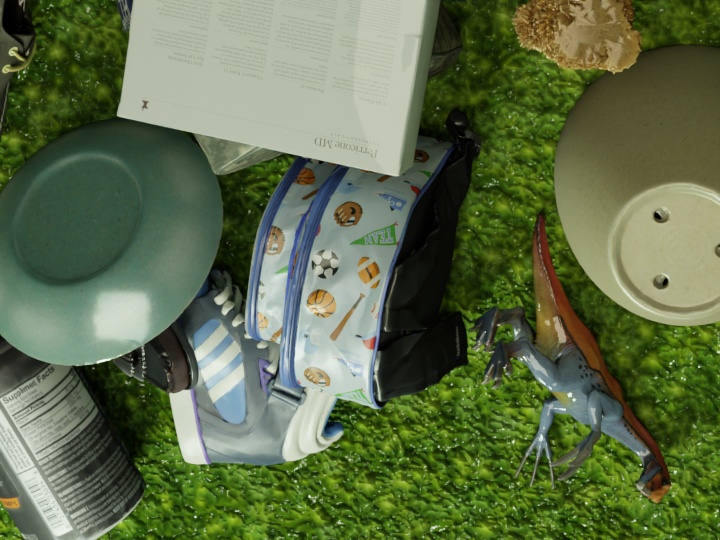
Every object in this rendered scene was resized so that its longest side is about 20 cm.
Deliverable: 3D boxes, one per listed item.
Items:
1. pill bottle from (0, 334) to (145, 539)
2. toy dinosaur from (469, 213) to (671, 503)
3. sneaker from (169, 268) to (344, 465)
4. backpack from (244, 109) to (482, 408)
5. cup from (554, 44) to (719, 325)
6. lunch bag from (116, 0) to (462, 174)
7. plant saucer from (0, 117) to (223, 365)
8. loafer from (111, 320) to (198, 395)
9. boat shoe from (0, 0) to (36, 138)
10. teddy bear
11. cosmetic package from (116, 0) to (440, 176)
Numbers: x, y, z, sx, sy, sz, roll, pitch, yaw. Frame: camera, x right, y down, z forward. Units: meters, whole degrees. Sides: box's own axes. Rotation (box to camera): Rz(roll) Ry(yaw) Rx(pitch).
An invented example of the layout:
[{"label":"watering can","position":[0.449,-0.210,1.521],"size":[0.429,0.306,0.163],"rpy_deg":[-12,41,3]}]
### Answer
[{"label":"pill bottle","position":[-0.258,0.113,1.821],"size":[0.106,0.106,0.201],"rpy_deg":[-23,106,19]},{"label":"toy dinosaur","position":[0.173,0.091,1.745],"size":[0.181,0.105,0.201],"rpy_deg":[22,104,-22]},{"label":"sneaker","position":[-0.075,0.052,1.782],"size":[0.145,0.081,0.201],"rpy_deg":[-6,108,4]},{"label":"backpack","position":[0.000,0.000,1.677],"size":[0.153,0.191,0.201],"rpy_deg":[6,115,8]},{"label":"cup","position":[0.229,-0.040,1.642],"size":[0.199,0.143,0.201],"rpy_deg":[4,114,9]},{"label":"lunch bag","position":[-0.053,-0.181,1.645],"size":[0.199,0.139,0.168],"rpy_deg":[-27,89,19]},{"label":"plant saucer","position":[-0.199,-0.031,1.710],"size":[0.200,0.202,0.039],"rpy_deg":[-13,151,16]},{"label":"loafer","position":[-0.196,0.030,1.741],"size":[0.200,0.063,0.072],"rpy_deg":[45,145,32]},{"label":"boat shoe","position":[-0.269,-0.179,1.715],"size":[0.060,0.072,0.202],"rpy_deg":[9,112,11]},{"label":"teddy bear","position":[0.168,-0.240,1.619],"size":[0.144,0.067,0.201],"rpy_deg":[-8,105,4]},{"label":"cosmetic package","position":[-0.052,-0.157,1.548],"size":[0.199,0.052,0.152],"rpy_deg":[13,102,12]}]
